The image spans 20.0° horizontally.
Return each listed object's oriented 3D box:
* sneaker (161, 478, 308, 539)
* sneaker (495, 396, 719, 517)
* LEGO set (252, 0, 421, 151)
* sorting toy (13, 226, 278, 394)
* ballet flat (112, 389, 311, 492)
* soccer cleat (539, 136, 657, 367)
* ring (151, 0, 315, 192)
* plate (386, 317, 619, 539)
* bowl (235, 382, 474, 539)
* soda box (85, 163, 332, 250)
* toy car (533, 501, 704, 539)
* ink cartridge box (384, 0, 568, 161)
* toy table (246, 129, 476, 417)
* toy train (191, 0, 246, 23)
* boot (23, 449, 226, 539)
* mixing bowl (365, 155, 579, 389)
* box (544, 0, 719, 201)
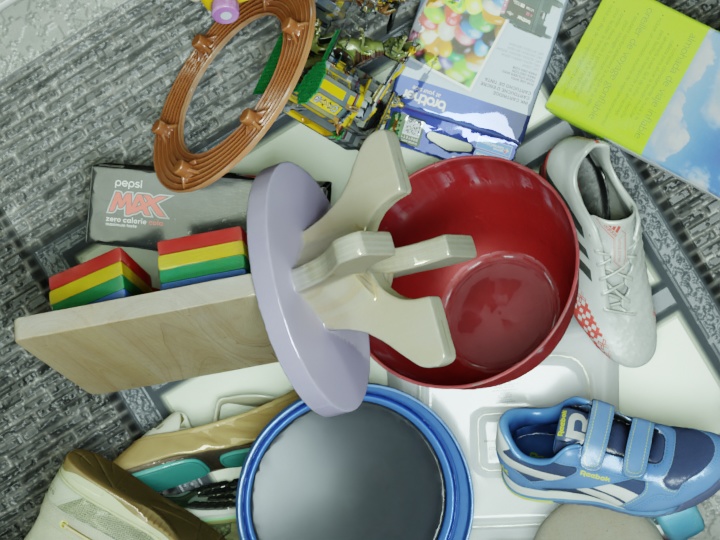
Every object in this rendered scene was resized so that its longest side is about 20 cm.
[{"bbox_3d":[-0.132,0.234,1.743,0.200,0.077,0.089,-9,104,11],"label":"sneaker"},{"bbox_3d":[0.198,0.147,1.640,0.200,0.074,0.082,-2,139,23],"label":"sneaker"},{"bbox_3d":[0.014,-0.178,1.631,0.116,0.154,0.200,29,71,-25],"label":"LEGO set"},{"bbox_3d":[-0.158,0.031,1.664,0.198,0.200,0.070,-11,73,8],"label":"sorting toy"},{"bbox_3d":[-0.130,0.145,1.743,0.200,0.069,0.063,-12,66,2],"label":"ballet flat"},{"bbox_3d":[0.204,-0.015,1.685,0.069,0.085,0.200,-17,91,-20],"label":"soccer cleat"},{"bbox_3d":[-0.108,-0.154,1.650,0.019,0.200,0.201,31,96,-30],"label":"ring"},{"bbox_3d":[0.124,0.143,1.735,0.199,0.032,0.200,-3,94,4],"label":"plate"},{"bbox_3d":[-0.006,0.192,1.687,0.200,0.039,0.201,0,91,-13],"label":"bowl"},{"bbox_3d":[-0.126,-0.048,1.718,0.200,0.063,0.071,5,95,3],"label":"soda box"},{"bbox_3d":[0.227,0.299,1.691,0.184,0.177,0.200,-27,132,5],"label":"toy car"},{"bbox_3d":[0.100,-0.187,1.708,0.119,0.042,0.200,18,97,2],"label":"ink cartridge box"},{"bbox_3d":[0.000,0.000,1.570,0.117,0.184,0.200,-19,91,29],"label":"toy table"},{"bbox_3d":[-0.108,-0.285,1.669,0.200,0.056,0.150,-37,50,0],"label":"toy train"},{"bbox_3d":[-0.195,0.262,1.682,0.200,0.072,0.155,35,105,3],"label":"boot"},{"bbox_3d":[0.099,0.017,1.671,0.200,0.108,0.201,-9,67,21],"label":"mixing bowl"},{"bbox_3d":[0.265,-0.139,1.664,0.200,0.048,0.122,30,96,23],"label":"box"}]
